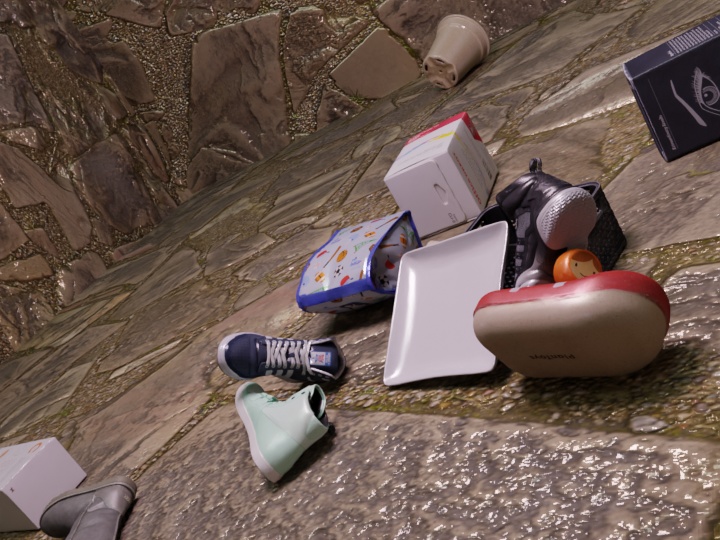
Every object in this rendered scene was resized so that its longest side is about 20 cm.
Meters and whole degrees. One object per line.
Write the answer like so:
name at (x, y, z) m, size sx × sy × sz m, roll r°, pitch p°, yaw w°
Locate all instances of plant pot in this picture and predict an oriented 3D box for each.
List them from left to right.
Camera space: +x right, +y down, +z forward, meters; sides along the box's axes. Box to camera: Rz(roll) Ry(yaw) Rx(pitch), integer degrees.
plant pot at (0.307, -0.722, 2.452) m, size 0.200 × 0.200 × 0.184 m, roll -5°, pitch 45°, yaw 53°

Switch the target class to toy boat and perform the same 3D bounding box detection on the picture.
toy boat at (0.225, 0.034, 0.771) m, size 0.200 × 0.130 × 0.131 m, roll -10°, pitch 50°, yaw 46°

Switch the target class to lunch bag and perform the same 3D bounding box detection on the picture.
lunch bag at (0.000, 0.000, 1.249) m, size 0.170 × 0.124 × 0.200 m, roll -17°, pitch 17°, yaw 35°

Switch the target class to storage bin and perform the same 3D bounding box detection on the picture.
storage bin at (0.240, -0.033, 0.998) m, size 0.200 × 0.094 × 0.135 m, roll -9°, pitch 30°, yaw 48°

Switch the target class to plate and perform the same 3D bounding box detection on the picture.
plate at (0.117, 0.051, 0.957) m, size 0.200 × 0.032 × 0.200 m, roll -18°, pitch 55°, yaw 48°

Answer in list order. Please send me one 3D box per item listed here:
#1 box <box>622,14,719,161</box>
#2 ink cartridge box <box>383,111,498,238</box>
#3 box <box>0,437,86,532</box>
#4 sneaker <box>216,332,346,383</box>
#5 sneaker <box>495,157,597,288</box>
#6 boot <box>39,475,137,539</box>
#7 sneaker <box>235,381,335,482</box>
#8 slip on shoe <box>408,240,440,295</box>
box at (0.517, -0.281, 1.084) m, size 0.200 × 0.148 × 0.104 m, roll -23°, pitch 21°, yaw 23°
ink cartridge box at (0.159, -0.184, 1.407) m, size 0.144 × 0.146 × 0.200 m, roll -21°, pitch 22°, yaw 30°
box at (-0.609, 0.384, 1.297) m, size 0.200 × 0.098 × 0.124 m, roll -18°, pitch 24°, yaw 37°
sneaker at (-0.105, 0.125, 1.052) m, size 0.108 × 0.200 × 0.070 m, roll -10°, pitch 72°, yaw 36°
sneaker at (0.207, -0.034, 0.865) m, size 0.075 × 0.201 × 0.114 m, roll -8°, pitch 42°, yaw -19°
boot at (-0.410, 0.394, 1.031) m, size 0.181 × 0.073 × 0.200 m, roll -30°, pitch 26°, yaw 13°
sneaker at (-0.101, 0.192, 1.004) m, size 0.118 × 0.074 × 0.200 m, roll -40°, pitch 29°, yaw -1°
slip on shoe at (0.117, 0.014, 1.134) m, size 0.060 × 0.076 × 0.200 m, roll 15°, pitch 24°, yaw 9°
